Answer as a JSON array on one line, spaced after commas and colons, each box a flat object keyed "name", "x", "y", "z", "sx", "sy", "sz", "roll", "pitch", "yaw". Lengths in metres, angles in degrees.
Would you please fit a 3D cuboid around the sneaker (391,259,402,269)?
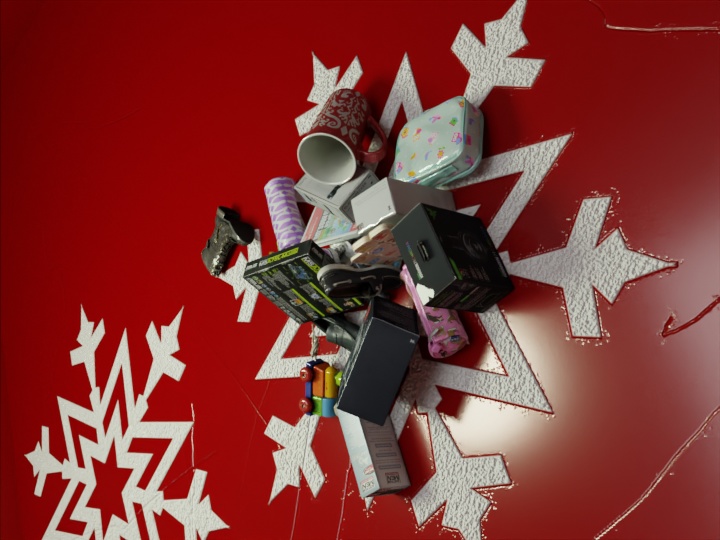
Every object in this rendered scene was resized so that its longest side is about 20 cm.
[{"name": "sneaker", "x": 0.037, "y": -0.073, "z": 1.756, "sx": 0.078, "sy": 0.089, "sz": 0.203, "roll": -6, "pitch": 82, "yaw": 45}]

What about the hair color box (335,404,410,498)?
[{"name": "hair color box", "x": 0.025, "y": 0.363, "z": 1.695, "sx": 0.060, "sy": 0.098, "sz": 0.202, "roll": -37, "pitch": 59, "yaw": 35}]

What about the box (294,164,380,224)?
[{"name": "box", "x": -0.051, "y": -0.188, "z": 1.840, "sx": 0.117, "sy": 0.060, "sz": 0.199, "roll": -51, "pitch": 38, "yaw": -10}]

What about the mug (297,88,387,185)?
[{"name": "mug", "x": -0.031, "y": -0.293, "z": 1.806, "sx": 0.134, "sy": 0.176, "sz": 0.201, "roll": -53, "pitch": 13, "yaw": 45}]

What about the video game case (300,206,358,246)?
[{"name": "video game case", "x": -0.051, "y": -0.121, "z": 1.863, "sx": 0.198, "sy": 0.017, "sz": 0.144, "roll": -13, "pitch": 47, "yaw": 44}]

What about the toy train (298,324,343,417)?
[{"name": "toy train", "x": -0.069, "y": 0.229, "z": 1.813, "sx": 0.114, "sy": 0.084, "sz": 0.203, "roll": 8, "pitch": 100, "yaw": 35}]

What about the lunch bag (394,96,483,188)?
[{"name": "lunch bag", "x": 0.157, "y": -0.246, "z": 1.652, "sx": 0.199, "sy": 0.077, "sz": 0.163, "roll": -21, "pitch": 56, "yaw": 44}]

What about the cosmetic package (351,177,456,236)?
[{"name": "cosmetic package", "x": 0.091, "y": -0.115, "z": 1.629, "sx": 0.112, "sy": 0.198, "sz": 0.082, "roll": -27, "pitch": 65, "yaw": 39}]

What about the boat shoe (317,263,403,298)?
[{"name": "boat shoe", "x": 0.008, "y": 0.028, "z": 1.673, "sx": 0.074, "sy": 0.198, "sz": 0.061, "roll": -56, "pitch": 42, "yaw": 38}]

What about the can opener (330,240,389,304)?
[{"name": "can opener", "x": 0.000, "y": 0.000, "z": 1.812, "sx": 0.053, "sy": 0.066, "sz": 0.201, "roll": -49, "pitch": 60, "yaw": 24}]

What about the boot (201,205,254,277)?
[{"name": "boot", "x": -0.362, "y": -0.060, "z": 2.191, "sx": 0.200, "sy": 0.069, "sz": 0.176, "roll": 45, "pitch": 118, "yaw": 48}]

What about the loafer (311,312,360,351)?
[{"name": "loafer", "x": -0.044, "y": 0.142, "z": 1.811, "sx": 0.200, "sy": 0.070, "sz": 0.069, "roll": 40, "pitch": 144, "yaw": 44}]

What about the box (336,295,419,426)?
[{"name": "box", "x": 0.035, "y": 0.176, "z": 1.644, "sx": 0.182, "sy": 0.103, "sz": 0.202, "roll": -87, "pitch": 18, "yaw": -78}]

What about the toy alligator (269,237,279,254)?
[{"name": "toy alligator", "x": -0.186, "y": 0.015, "z": 2.004, "sx": 0.054, "sy": 0.058, "sz": 0.203, "roll": 98, "pitch": 162, "yaw": -72}]

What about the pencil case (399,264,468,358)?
[{"name": "pencil case", "x": 0.144, "y": 0.071, "z": 1.622, "sx": 0.082, "sy": 0.087, "sz": 0.202, "roll": -21, "pitch": 62, "yaw": 3}]

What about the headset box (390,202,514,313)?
[{"name": "headset box", "x": 0.169, "y": -0.022, "z": 1.535, "sx": 0.093, "sy": 0.198, "sz": 0.176, "roll": -42, "pitch": 56, "yaw": 33}]

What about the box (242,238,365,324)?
[{"name": "box", "x": -0.120, "y": 0.029, "z": 1.751, "sx": 0.191, "sy": 0.200, "sz": 0.048, "roll": -20, "pitch": 44, "yaw": 32}]

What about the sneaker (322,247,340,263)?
[{"name": "sneaker", "x": -0.127, "y": -0.007, "z": 1.856, "sx": 0.200, "sy": 0.113, "sz": 0.074, "roll": 149, "pitch": 102, "yaw": -72}]

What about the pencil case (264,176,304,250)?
[{"name": "pencil case", "x": -0.175, "y": -0.131, "z": 1.987, "sx": 0.084, "sy": 0.084, "sz": 0.202, "roll": 125, "pitch": 133, "yaw": -57}]

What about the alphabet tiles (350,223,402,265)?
[{"name": "alphabet tiles", "x": 0.081, "y": -0.054, "z": 1.631, "sx": 0.195, "sy": 0.198, "sz": 0.015, "roll": -34, "pitch": 63, "yaw": 36}]
